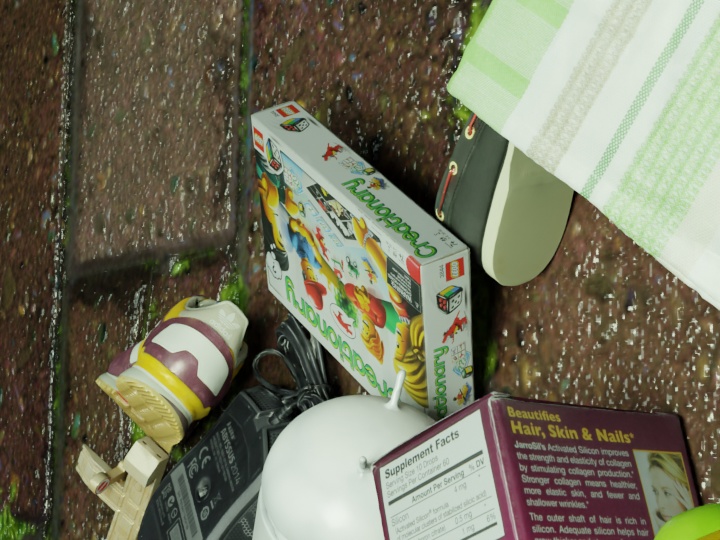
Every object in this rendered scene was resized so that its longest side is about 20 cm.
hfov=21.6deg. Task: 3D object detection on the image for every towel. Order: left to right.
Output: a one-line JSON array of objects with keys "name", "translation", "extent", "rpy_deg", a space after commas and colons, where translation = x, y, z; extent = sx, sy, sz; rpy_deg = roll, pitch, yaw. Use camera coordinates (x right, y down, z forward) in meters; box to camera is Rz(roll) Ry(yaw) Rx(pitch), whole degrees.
[{"name": "towel", "translation": [0.149, -0.090, 0.891], "extent": [0.200, 0.031, 0.150], "rpy_deg": [41, 116, 22]}]

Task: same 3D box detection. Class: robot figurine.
[{"name": "robot figurine", "translation": [-0.002, 0.149, 1.015], "extent": [0.170, 0.112, 0.201], "rpy_deg": [-82, 2, -51]}]

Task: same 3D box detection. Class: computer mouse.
[{"name": "computer mouse", "translation": [-0.067, 0.136, 1.186], "extent": [0.200, 0.052, 0.139], "rpy_deg": [-46, 39, 27]}]

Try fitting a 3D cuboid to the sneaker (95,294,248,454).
[{"name": "sneaker", "translation": [-0.116, 0.064, 1.244], "extent": [0.090, 0.075, 0.200], "rpy_deg": [-46, 8, -13]}]

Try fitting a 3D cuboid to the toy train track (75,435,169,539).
[{"name": "toy train track", "translation": [-0.175, 0.199, 1.302], "extent": [0.114, 0.032, 0.201], "rpy_deg": [38, 127, 23]}]

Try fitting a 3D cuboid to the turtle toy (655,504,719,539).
[{"name": "turtle toy", "translation": [0.193, 0.144, 0.764], "extent": [0.200, 0.145, 0.102], "rpy_deg": [34, 132, 51]}]

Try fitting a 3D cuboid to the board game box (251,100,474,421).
[{"name": "board game box", "translation": [0.000, 0.000, 1.088], "extent": [0.200, 0.034, 0.127], "rpy_deg": [43, 145, 48]}]

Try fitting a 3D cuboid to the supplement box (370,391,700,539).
[{"name": "supplement box", "translation": [0.096, 0.172, 0.891], "extent": [0.103, 0.130, 0.202], "rpy_deg": [-34, 57, 45]}]

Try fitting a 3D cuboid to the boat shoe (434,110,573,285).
[{"name": "boat shoe", "translation": [0.092, -0.095, 0.990], "extent": [0.063, 0.073, 0.203], "rpy_deg": [38, 119, 40]}]
